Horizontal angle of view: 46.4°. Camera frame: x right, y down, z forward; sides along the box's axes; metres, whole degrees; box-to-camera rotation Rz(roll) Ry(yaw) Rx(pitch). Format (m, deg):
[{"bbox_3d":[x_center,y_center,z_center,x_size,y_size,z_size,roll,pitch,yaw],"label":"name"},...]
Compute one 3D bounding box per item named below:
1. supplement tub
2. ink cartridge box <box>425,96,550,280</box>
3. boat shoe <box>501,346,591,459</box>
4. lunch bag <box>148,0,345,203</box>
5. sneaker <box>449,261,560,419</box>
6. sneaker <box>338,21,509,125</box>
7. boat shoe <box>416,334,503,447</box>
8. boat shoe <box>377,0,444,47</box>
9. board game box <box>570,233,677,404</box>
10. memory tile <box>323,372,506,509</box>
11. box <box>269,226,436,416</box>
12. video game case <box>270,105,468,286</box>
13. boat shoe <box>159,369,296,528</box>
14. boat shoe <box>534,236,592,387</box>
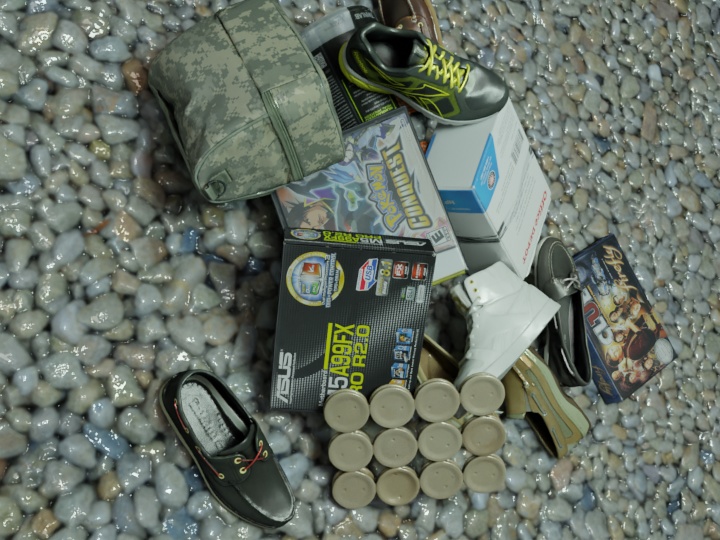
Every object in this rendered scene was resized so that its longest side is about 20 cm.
[{"bbox_3d":[0.003,-0.207,1.026,0.122,0.122,0.201,-26,89,-30],"label":"supplement tub"},{"bbox_3d":[0.158,-0.101,1.046,0.200,0.085,0.147,53,51,-48],"label":"ink cartridge box"},{"bbox_3d":[0.211,0.158,1.068,0.076,0.072,0.200,-45,99,-17],"label":"boat shoe"},{"bbox_3d":[-0.129,-0.181,0.908,0.167,0.140,0.201,-24,57,-6],"label":"lunch bag"},{"bbox_3d":[0.137,0.075,0.995,0.115,0.074,0.200,40,60,11],"label":"sneaker"},{"bbox_3d":[0.074,-0.217,0.934,0.199,0.085,0.075,13,82,-7],"label":"sneaker"},{"bbox_3d":[0.105,0.145,1.016,0.200,0.063,0.073,42,61,-12],"label":"boat shoe"},{"bbox_3d":[0.070,-0.299,1.115,0.070,0.070,0.201,-25,89,-34],"label":"boat shoe"},{"bbox_3d":[0.351,0.066,1.181,0.135,0.035,0.201,-28,90,-30],"label":"board game box"},{"bbox_3d":[0.062,0.189,0.926,0.198,0.017,0.154,-7,111,-1],"label":"memory tile"},{"bbox_3d":[-0.012,0.059,0.902,0.159,0.044,0.201,5,111,-7],"label":"box"},{"bbox_3d":[0.003,-0.059,0.944,0.180,0.026,0.201,-21,82,4],"label":"video game case"},{"bbox_3d":[-0.134,0.190,0.883,0.074,0.063,0.202,-40,97,-32],"label":"boat shoe"},{"bbox_3d":[0.272,0.055,1.097,0.067,0.057,0.202,-15,103,-35],"label":"boat shoe"}]
